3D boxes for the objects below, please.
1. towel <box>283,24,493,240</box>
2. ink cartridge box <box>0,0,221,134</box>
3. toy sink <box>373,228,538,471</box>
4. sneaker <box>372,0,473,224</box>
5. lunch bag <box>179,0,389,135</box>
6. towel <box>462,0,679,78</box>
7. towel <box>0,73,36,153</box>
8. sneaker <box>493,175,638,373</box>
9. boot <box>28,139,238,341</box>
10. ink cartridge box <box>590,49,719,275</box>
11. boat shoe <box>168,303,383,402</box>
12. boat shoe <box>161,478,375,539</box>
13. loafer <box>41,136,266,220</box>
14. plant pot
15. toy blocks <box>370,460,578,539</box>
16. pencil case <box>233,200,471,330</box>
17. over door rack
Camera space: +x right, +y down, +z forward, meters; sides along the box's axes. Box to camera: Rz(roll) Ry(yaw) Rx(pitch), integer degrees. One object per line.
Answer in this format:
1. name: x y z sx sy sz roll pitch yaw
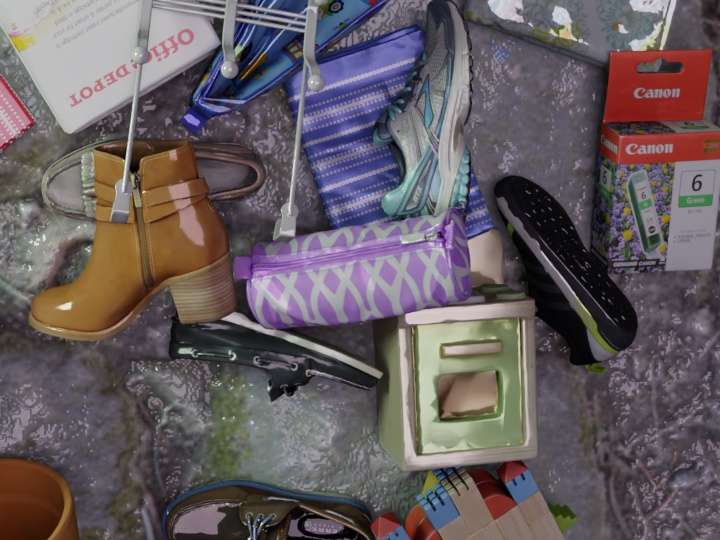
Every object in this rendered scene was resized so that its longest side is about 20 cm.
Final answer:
1. towel: 0.024 -0.108 1.218 0.143 0.024 0.203 -18 84 -8
2. ink cartridge box: -0.228 -0.234 1.114 0.146 0.145 0.202 -30 101 -5
3. toy sink: 0.085 0.068 1.232 0.128 0.112 0.203 -3 97 -11
4. sneaker: 0.054 -0.139 1.178 0.085 0.078 0.203 1 84 -1
5. lunch bag: -0.077 -0.191 1.148 0.094 0.151 0.200 42 87 -13
6. towel: 0.209 -0.285 1.247 0.197 0.048 0.174 16 93 -13
7. towel: -0.398 -0.122 1.158 0.199 0.022 0.145 -39 101 -6
8. sneaker: 0.173 0.009 1.263 0.083 0.071 0.201 -39 83 37
9. boot: -0.207 -0.026 1.144 0.197 0.077 0.157 -5 115 21
10. ink cartridge box: 0.279 -0.100 1.262 0.107 0.050 0.203 -3 111 -11
11. boat shoe: -0.080 0.083 1.218 0.197 0.074 0.067 19 87 -10
12. boat shoe: -0.082 0.233 1.239 0.197 0.072 0.073 0 97 -11
13. loafer: -0.179 -0.082 1.185 0.197 0.063 0.073 -6 98 -11
14. plant pot: -0.327 0.273 1.145 0.197 0.200 0.142 -12 116 -9
15. toy blocks: 0.096 0.236 1.246 0.199 0.100 0.138 -31 115 -6
16. pencil case: 0.000 0.000 1.150 0.197 0.085 0.085 -11 72 16
17. over door rack: -0.106 -0.125 1.038 0.146 0.067 0.203 7 95 -11
